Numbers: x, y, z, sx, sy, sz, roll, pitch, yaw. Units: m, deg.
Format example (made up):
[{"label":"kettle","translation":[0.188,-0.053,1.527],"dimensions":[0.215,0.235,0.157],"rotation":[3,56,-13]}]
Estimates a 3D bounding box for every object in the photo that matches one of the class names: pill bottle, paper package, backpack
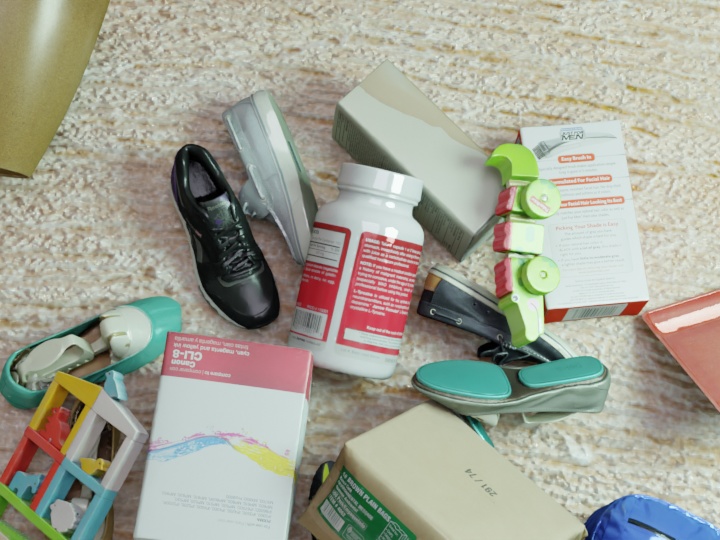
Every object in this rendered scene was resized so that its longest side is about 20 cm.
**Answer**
[{"label":"pill bottle","translation":[0.000,0.000,1.550],"dimensions":[0.111,0.112,0.202],"rotation":[13,90,0]},{"label":"paper package","translation":[0.078,0.234,1.439],"dimensions":[0.200,0.190,0.104],"rotation":[40,116,19]},{"label":"backpack","translation":[0.269,0.316,1.470],"dimensions":[0.162,0.168,0.201],"rotation":[29,68,-1]}]

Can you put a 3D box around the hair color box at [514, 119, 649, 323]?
[{"label":"hair color box","translation":[0.229,-0.051,1.636],"dimensions":[0.110,0.064,0.202],"rotation":[-5,74,-4]}]

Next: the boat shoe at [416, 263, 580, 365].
[{"label":"boat shoe","translation":[0.145,0.068,1.586],"dimensions":[0.199,0.075,0.062],"rotation":[32,85,-1]}]

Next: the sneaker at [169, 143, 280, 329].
[{"label":"sneaker","translation":[-0.144,-0.035,1.590],"dimensions":[0.075,0.088,0.201],"rotation":[-26,76,-12]}]

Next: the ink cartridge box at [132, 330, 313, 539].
[{"label":"ink cartridge box","translation":[-0.129,0.181,1.492],"dimensions":[0.143,0.145,0.201],"rotation":[8,71,-1]}]

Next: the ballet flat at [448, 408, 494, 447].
[{"label":"ballet flat","translation":[0.119,0.196,1.549],"dimensions":[0.072,0.072,0.201],"rotation":[-37,77,-14]}]

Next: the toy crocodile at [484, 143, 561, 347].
[{"label":"toy crocodile","translation":[0.156,-0.026,1.536],"dimensions":[0.061,0.067,0.202],"rotation":[4,80,-18]}]

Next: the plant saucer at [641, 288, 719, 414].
[{"label":"plant saucer","translation":[0.414,0.080,1.572],"dimensions":[0.199,0.037,0.200],"rotation":[-17,33,-9]}]

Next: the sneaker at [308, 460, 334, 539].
[{"label":"sneaker","translation":[0.009,0.278,1.519],"dimensions":[0.080,0.074,0.201],"rotation":[-19,80,-20]}]

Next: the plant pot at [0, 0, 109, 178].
[{"label":"plant pot","translation":[-0.365,-0.201,1.593],"dimensions":[0.185,0.186,0.202],"rotation":[10,85,-1]}]

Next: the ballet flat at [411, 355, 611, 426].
[{"label":"ballet flat","translation":[0.147,0.124,1.522],"dimensions":[0.198,0.064,0.068],"rotation":[-3,32,-8]}]

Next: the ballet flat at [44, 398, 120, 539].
[{"label":"ballet flat","translation":[-0.272,0.211,1.516],"dimensions":[0.068,0.063,0.202],"rotation":[3,72,-3]}]

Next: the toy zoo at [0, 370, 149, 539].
[{"label":"toy zoo","translation":[-0.277,0.185,1.482],"dimensions":[0.131,0.020,0.201],"rotation":[28,90,38]}]

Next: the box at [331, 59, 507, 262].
[{"label":"box","translation":[0.067,-0.113,1.628],"dimensions":[0.078,0.095,0.200],"rotation":[-43,81,-16]}]

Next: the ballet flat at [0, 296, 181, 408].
[{"label":"ballet flat","translation":[-0.266,0.078,1.554],"dimensions":[0.199,0.070,0.068],"rotation":[-26,74,-12]}]

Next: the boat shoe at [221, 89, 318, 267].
[{"label":"boat shoe","translation":[-0.093,-0.087,1.629],"dimensions":[0.071,0.070,0.202],"rotation":[-22,76,10]}]
